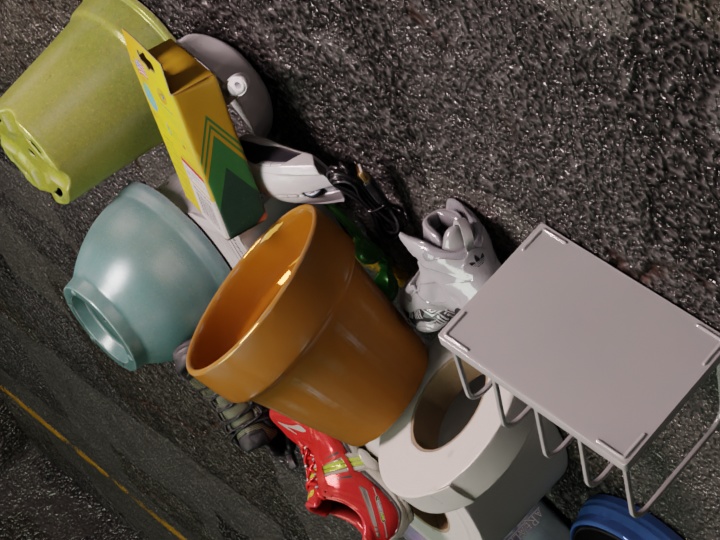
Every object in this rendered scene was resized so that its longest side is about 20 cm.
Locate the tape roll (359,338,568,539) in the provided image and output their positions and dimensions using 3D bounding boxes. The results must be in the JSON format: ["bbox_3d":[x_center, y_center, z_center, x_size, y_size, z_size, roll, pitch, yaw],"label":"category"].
[{"bbox_3d":[0.101,0.190,1.751,0.202,0.139,0.203,40,158,20],"label":"tape roll"}]

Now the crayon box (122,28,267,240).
[{"bbox_3d":[-0.164,-0.144,1.639,0.127,0.050,0.201,43,157,54],"label":"crayon box"}]

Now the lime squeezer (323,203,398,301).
[{"bbox_3d":[0.000,0.000,1.715,0.038,0.070,0.202,-147,42,-77],"label":"lime squeezer"}]

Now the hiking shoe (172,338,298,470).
[{"bbox_3d":[-0.125,0.141,1.799,0.200,0.075,0.101,38,-156,-43],"label":"hiking shoe"}]

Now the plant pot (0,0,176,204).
[{"bbox_3d":[-0.295,-0.178,1.801,0.200,0.184,0.201,39,158,19],"label":"plant pot"}]

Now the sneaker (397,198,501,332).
[{"bbox_3d":[0.077,-0.005,1.544,0.116,0.075,0.200,62,161,-15],"label":"sneaker"}]

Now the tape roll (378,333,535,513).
[{"bbox_3d":[0.095,0.133,1.571,0.037,0.204,0.202,34,167,-26],"label":"tape roll"}]

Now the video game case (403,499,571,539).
[{"bbox_3d":[0.134,0.287,1.874,0.200,0.143,0.019,44,-171,9],"label":"video game case"}]

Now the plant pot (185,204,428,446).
[{"bbox_3d":[-0.039,0.070,1.619,0.183,0.201,0.200,38,163,-17],"label":"plant pot"}]

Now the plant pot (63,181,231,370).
[{"bbox_3d":[-0.239,0.023,1.811,0.200,0.134,0.201,40,157,21],"label":"plant pot"}]

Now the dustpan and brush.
[{"bbox_3d":[-0.129,-0.182,1.640,0.140,0.057,0.200,51,159,-10],"label":"dustpan and brush"}]

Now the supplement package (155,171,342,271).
[{"bbox_3d":[-0.123,-0.052,1.795,0.199,0.109,0.114,19,146,53],"label":"supplement package"}]

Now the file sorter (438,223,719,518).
[{"bbox_3d":[0.191,0.088,1.393,0.199,0.139,0.125,34,160,30],"label":"file sorter"}]

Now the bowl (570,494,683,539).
[{"bbox_3d":[0.302,0.322,1.735,0.200,0.039,0.201,40,159,19],"label":"bowl"}]

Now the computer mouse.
[{"bbox_3d":[-0.052,-0.084,1.630,0.199,0.044,0.110,19,164,40],"label":"computer mouse"}]

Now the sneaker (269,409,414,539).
[{"bbox_3d":[-0.033,0.212,1.738,0.200,0.085,0.077,43,159,18],"label":"sneaker"}]
